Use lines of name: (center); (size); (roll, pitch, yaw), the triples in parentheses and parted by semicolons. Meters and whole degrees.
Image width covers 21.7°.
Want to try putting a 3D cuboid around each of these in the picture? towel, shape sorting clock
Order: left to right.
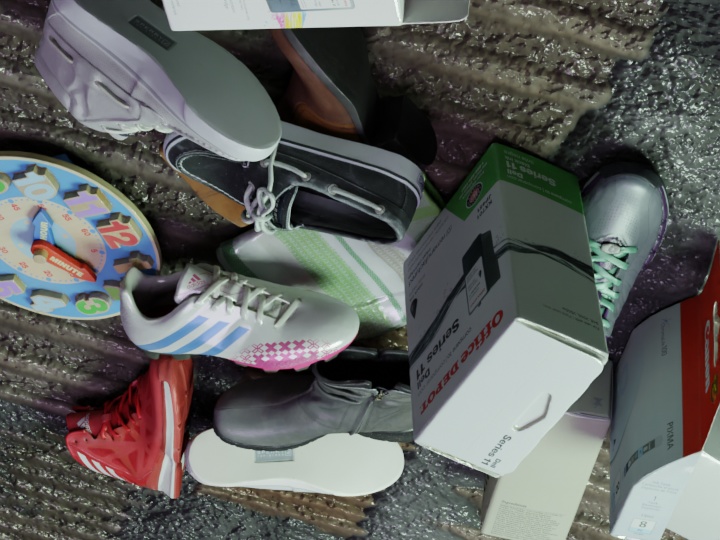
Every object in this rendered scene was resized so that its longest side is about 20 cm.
shape sorting clock: (-0.261, -0.024, 1.547); (0.198, 0.039, 0.201); (6, 138, 5)
towel: (0.000, 0.000, 1.529); (0.199, 0.031, 0.149); (-19, 132, 29)

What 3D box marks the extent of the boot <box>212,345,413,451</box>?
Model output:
boot: (-0.034, 0.100, 1.595); (0.198, 0.070, 0.132); (-6, 157, 1)

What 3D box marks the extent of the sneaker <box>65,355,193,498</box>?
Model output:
sneaker: (-0.213, 0.136, 1.689); (0.115, 0.079, 0.201); (8, 137, 0)

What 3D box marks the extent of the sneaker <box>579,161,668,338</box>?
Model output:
sneaker: (0.191, 0.008, 1.455); (0.074, 0.088, 0.201); (11, 139, -1)

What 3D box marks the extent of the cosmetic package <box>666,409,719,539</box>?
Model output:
cosmetic package: (0.337, 0.190, 1.632); (0.199, 0.085, 0.108); (30, 134, -20)

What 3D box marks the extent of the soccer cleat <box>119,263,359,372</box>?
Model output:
soccer cleat: (-0.103, 0.033, 1.514); (0.199, 0.070, 0.087); (0, 136, 13)

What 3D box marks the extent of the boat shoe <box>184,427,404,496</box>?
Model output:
boat shoe: (-0.063, 0.172, 1.706); (0.199, 0.073, 0.068); (-4, 178, -12)

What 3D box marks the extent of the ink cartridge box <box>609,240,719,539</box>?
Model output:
ink cartridge box: (0.241, 0.095, 1.487); (0.047, 0.161, 0.201); (9, 138, -1)

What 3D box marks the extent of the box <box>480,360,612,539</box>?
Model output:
box: (0.161, 0.157, 1.642); (0.082, 0.069, 0.201); (11, 138, -2)

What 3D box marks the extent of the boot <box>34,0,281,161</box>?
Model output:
boot: (-0.149, -0.127, 1.350); (0.200, 0.073, 0.096); (41, 135, 10)

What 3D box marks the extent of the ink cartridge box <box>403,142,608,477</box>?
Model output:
ink cartridge box: (0.103, 0.028, 1.392); (0.083, 0.201, 0.147); (22, 127, -20)

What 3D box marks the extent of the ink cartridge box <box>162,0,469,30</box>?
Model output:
ink cartridge box: (-0.025, -0.218, 1.224); (0.199, 0.118, 0.068); (0, 135, 11)

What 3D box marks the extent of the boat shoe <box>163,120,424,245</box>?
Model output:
boat shoe: (-0.056, -0.059, 1.362); (0.198, 0.068, 0.074); (16, 146, 8)

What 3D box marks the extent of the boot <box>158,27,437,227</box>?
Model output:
boot: (-0.070, -0.121, 1.403); (0.199, 0.069, 0.188); (-14, 141, 35)
